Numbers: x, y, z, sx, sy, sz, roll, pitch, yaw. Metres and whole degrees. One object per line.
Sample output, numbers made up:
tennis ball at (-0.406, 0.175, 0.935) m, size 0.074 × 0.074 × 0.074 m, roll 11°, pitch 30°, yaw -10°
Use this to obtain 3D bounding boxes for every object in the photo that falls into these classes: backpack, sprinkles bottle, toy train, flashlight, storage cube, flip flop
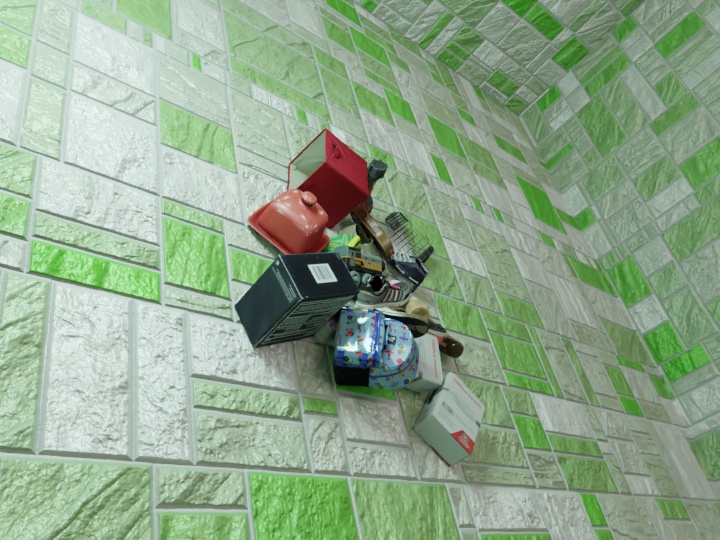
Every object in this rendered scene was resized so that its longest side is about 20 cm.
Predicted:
backpack at (0.042, 0.188, 1.507) m, size 0.197 × 0.135 × 0.184 m, roll 6°, pitch 48°, yaw 9°
sprinkles bottle at (0.127, 0.093, 1.779) m, size 0.068 × 0.069 × 0.200 m, roll 29°, pitch 8°, yaw -27°
toy train at (0.000, 0.000, 1.727) m, size 0.199 × 0.085 × 0.116 m, roll 12°, pitch 77°, yaw -45°
flashlight at (0.032, -0.259, 1.978) m, size 0.067 × 0.201 × 0.068 m, roll 30°, pitch 44°, yaw 2°
storage cube at (-0.094, -0.268, 1.853) m, size 0.179 × 0.199 × 0.172 m, roll 34°, pitch 34°, yaw -31°
flip flop at (0.078, 0.119, 1.598) m, size 0.197 × 0.082 × 0.058 m, roll 10°, pitch 43°, yaw 9°

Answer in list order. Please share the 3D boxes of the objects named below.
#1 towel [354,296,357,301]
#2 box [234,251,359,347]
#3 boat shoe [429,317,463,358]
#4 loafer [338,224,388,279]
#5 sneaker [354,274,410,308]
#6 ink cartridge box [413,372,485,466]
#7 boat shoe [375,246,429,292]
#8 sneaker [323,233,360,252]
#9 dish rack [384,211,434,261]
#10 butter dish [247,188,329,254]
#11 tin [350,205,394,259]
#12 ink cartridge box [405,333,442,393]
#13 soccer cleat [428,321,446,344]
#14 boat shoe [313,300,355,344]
towel at (0.041, 0.119, 1.776) m, size 0.086 × 0.018 × 0.201 m, roll -9°, pitch 64°, yaw -52°
box at (-0.147, 0.064, 1.443) m, size 0.199 × 0.198 × 0.124 m, roll -4°, pitch 56°, yaw -51°
boat shoe at (0.212, 0.190, 1.875) m, size 0.202 × 0.075 × 0.075 m, roll 39°, pitch 3°, yaw -7°
loafer at (0.017, -0.056, 1.879) m, size 0.200 × 0.068 × 0.076 m, roll 48°, pitch 33°, yaw -1°
sneaker at (0.065, 0.051, 1.679) m, size 0.198 × 0.089 × 0.073 m, roll -15°, pitch 27°, yaw -41°
ink cartridge box at (0.240, 0.390, 1.671) m, size 0.144 × 0.084 × 0.200 m, roll 46°, pitch 34°, yaw -3°
boat shoe at (0.129, -0.033, 1.965) m, size 0.200 × 0.093 × 0.075 m, roll 48°, pitch 33°, yaw -2°
sneaker at (-0.076, -0.046, 1.775) m, size 0.083 × 0.075 × 0.200 m, roll 21°, pitch 35°, yaw 22°
dish rack at (0.156, -0.106, 2.112) m, size 0.200 × 0.055 × 0.153 m, roll 49°, pitch 31°, yaw 3°
butter dish at (-0.164, -0.144, 1.666) m, size 0.199 × 0.148 × 0.200 m, roll 38°, pitch 34°, yaw 3°
tin at (0.036, -0.118, 1.920) m, size 0.200 × 0.042 × 0.112 m, roll 51°, pitch -14°, yaw 27°
ink cartridge box at (0.117, 0.229, 1.677) m, size 0.199 × 0.084 × 0.147 m, roll 24°, pitch 49°, yaw -34°
soccer cleat at (0.147, 0.177, 1.784) m, size 0.198 × 0.074 × 0.068 m, roll 14°, pitch 18°, yaw -22°
boat shoe at (-0.053, 0.117, 1.618) m, size 0.072 × 0.068 × 0.200 m, roll 52°, pitch 33°, yaw 5°
